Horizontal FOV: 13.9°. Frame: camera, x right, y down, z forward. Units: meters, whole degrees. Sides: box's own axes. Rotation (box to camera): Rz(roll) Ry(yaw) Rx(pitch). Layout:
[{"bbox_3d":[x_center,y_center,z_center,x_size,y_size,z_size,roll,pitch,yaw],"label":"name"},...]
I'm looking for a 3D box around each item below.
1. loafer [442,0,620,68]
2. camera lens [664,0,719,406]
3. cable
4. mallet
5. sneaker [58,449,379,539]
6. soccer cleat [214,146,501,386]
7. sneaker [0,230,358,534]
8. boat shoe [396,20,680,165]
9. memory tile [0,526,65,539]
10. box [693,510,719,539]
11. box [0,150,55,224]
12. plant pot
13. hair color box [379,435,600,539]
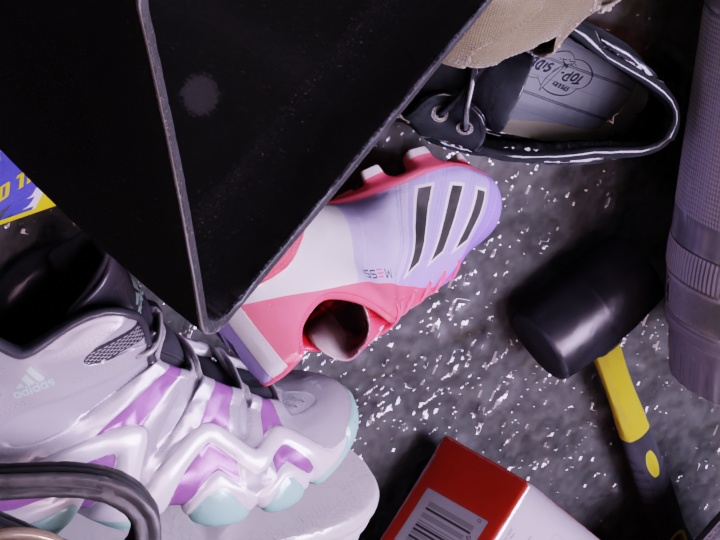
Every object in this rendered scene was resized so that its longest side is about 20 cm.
[{"bbox_3d":[0.072,-0.130,1.183,0.200,0.076,0.068,-22,149,-57],"label":"loafer"},{"bbox_3d":[0.219,-0.043,1.288,0.159,0.160,0.201,-3,108,-34],"label":"camera lens"},{"bbox_3d":[-0.177,0.081,1.122,0.199,0.050,0.098,-6,106,-12],"label":"cable"},{"bbox_3d":[0.118,0.075,1.375,0.066,0.041,0.201,-32,132,-20],"label":"mallet"},{"bbox_3d":[-0.086,0.134,1.241,0.199,0.075,0.089,-10,139,-28],"label":"sneaker"},{"bbox_3d":[0.000,0.000,1.188,0.067,0.077,0.200,-37,165,31],"label":"soccer cleat"},{"bbox_3d":[-0.084,0.031,1.176,0.199,0.078,0.141,-12,120,-31],"label":"sneaker"},{"bbox_3d":[0.055,-0.082,1.224,0.199,0.066,0.075,19,102,-40],"label":"boat shoe"},{"bbox_3d":[-0.183,0.126,1.108,0.153,0.017,0.200,-32,138,28],"label":"memory tile"},{"bbox_3d":[0.160,0.218,1.385,0.200,0.049,0.162,-46,134,-17],"label":"box"},{"bbox_3d":[-0.113,-0.071,1.110,0.199,0.064,0.070,-20,124,-26],"label":"box"},{"bbox_3d":[-0.070,-0.140,0.990,0.200,0.177,0.200,-50,157,-24],"label":"plant pot"},{"bbox_3d":[0.082,0.168,1.365,0.102,0.061,0.200,-56,135,-7],"label":"hair color box"}]
